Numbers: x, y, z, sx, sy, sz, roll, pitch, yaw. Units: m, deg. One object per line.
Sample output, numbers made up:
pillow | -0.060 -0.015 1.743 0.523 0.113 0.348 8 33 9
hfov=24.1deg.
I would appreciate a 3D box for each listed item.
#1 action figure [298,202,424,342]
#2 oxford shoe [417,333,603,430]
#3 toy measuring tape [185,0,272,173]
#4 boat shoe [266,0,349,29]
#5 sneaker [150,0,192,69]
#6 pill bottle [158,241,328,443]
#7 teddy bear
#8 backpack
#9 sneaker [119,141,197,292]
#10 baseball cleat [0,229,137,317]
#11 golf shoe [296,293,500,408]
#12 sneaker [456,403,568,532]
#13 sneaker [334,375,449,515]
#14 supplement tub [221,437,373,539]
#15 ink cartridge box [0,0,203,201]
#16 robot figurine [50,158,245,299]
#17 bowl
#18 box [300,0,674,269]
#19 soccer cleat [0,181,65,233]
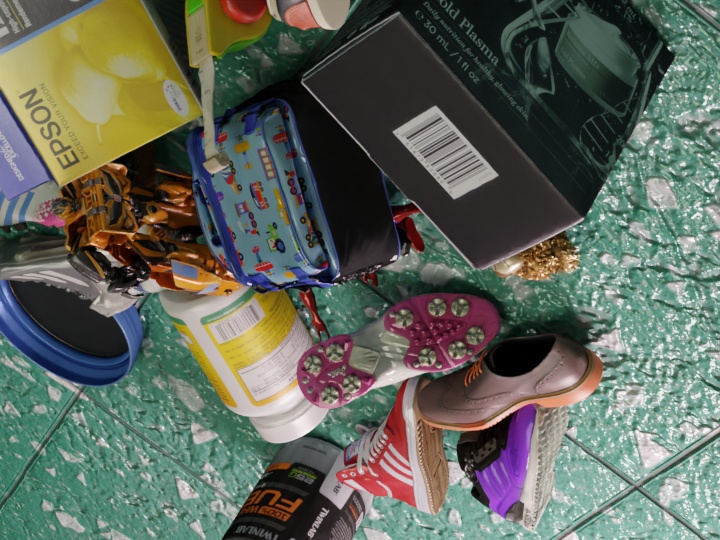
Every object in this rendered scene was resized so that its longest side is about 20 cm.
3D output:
action figure | 0.000 0.000 1.564 0.199 0.065 0.099 -12 115 43
oxford shoe | 0.124 0.095 1.567 0.199 0.071 0.072 -20 135 35
toy measuring tape | -0.104 -0.179 1.389 0.073 0.201 0.074 -6 171 -1
boat shoe | -0.063 -0.273 1.321 0.062 0.071 0.200 12 141 29
sneaker | -0.197 -0.217 1.475 0.082 0.074 0.201 17 128 21
pill bottle | -0.108 0.073 1.683 0.112 0.113 0.200 -3 129 37
teddy bear | 0.107 -0.068 1.416 0.144 0.067 0.201 10 136 31
backpack | -0.077 -0.068 1.473 0.200 0.134 0.183 -5 104 49
sneaker | -0.232 -0.069 1.609 0.088 0.075 0.201 -18 97 36
baseball cleat | -0.304 0.006 1.746 0.199 0.070 0.107 -7 119 18
golf shoe | 0.038 0.069 1.592 0.199 0.092 0.076 -18 89 11
sneaker | 0.141 0.177 1.651 0.099 0.070 0.201 22 140 18
sneaker | 0.026 0.172 1.726 0.112 0.071 0.201 13 140 19
supplement tub | -0.078 0.289 1.820 0.122 0.200 0.123 19 139 17
ink cartridge box | -0.260 -0.175 1.405 0.199 0.047 0.198 -27 112 5
robot figurine | -0.190 -0.043 1.523 0.058 0.146 0.200 -31 150 35
bowl | -0.330 0.045 1.870 0.200 0.039 0.201 19 139 17
box | 0.097 -0.147 1.232 0.200 0.197 0.124 46 139 -15
soccer cleat | -0.328 -0.088 1.701 0.199 0.070 0.086 -10 126 42
